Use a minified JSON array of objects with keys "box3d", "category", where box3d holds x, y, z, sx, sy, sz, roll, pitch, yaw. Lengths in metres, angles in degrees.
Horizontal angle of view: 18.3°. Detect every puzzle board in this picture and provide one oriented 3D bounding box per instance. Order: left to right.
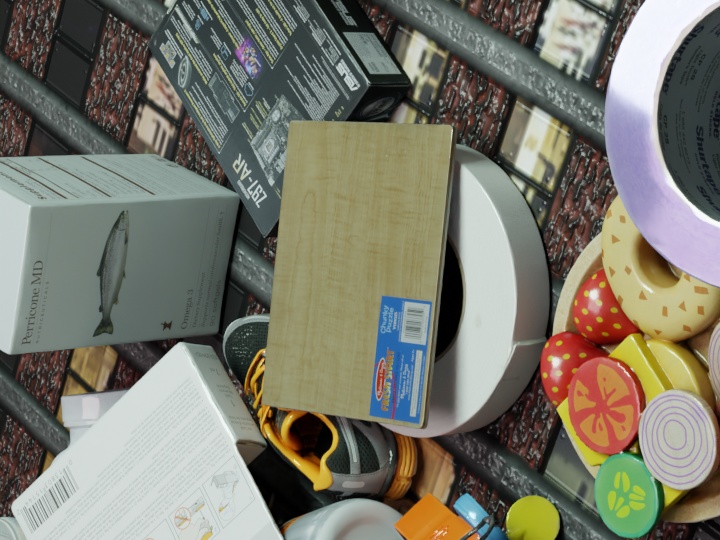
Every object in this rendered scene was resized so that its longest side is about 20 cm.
[{"box3d":[0.000,0.000,1.520,0.150,0.017,0.202,5,90,42],"category":"puzzle board"}]

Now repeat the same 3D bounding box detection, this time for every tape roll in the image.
[{"box3d":[0.046,0.013,1.529,0.202,0.037,0.205,5,97,46],"category":"tape roll"},{"box3d":[0.242,-0.085,1.244,0.199,0.085,0.202,-2,86,34],"category":"tape roll"}]

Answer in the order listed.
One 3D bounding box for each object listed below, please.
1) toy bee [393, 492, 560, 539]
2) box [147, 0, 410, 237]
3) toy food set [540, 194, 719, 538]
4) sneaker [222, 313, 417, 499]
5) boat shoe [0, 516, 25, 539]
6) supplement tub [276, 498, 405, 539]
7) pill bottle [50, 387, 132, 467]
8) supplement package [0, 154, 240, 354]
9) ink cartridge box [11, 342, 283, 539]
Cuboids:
[{"box3d":[0.075,0.210,1.450,0.131,0.200,0.109,-38,97,15],"category":"toy bee"},{"box3d":[-0.064,-0.151,1.628,0.201,0.043,0.161,57,130,27],"category":"box"},{"box3d":[0.188,0.059,1.372,0.200,0.048,0.199,-50,59,37],"category":"toy food set"},{"box3d":[-0.043,0.094,1.604,0.200,0.077,0.079,39,122,40],"category":"sneaker"},{"box3d":[-0.319,0.316,1.924,0.072,0.068,0.202,14,103,45],"category":"boat shoe"},{"box3d":[-0.049,0.242,1.588,0.199,0.122,0.124,-27,74,45],"category":"supplement tub"},{"box3d":[-0.184,0.194,1.736,0.112,0.111,0.202,-8,88,47],"category":"pill bottle"},{"box3d":[-0.206,-0.016,1.678,0.117,0.199,0.118,26,113,42],"category":"supplement package"},{"box3d":[-0.146,0.182,1.611,0.200,0.045,0.177,-43,61,22],"category":"ink cartridge box"}]
